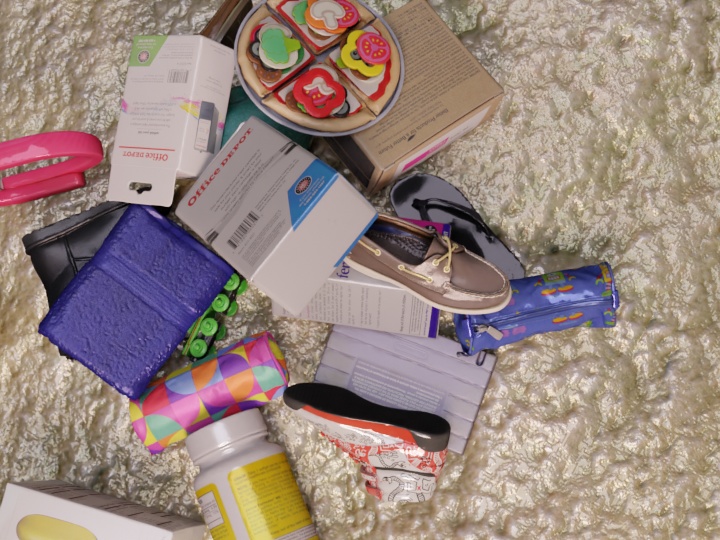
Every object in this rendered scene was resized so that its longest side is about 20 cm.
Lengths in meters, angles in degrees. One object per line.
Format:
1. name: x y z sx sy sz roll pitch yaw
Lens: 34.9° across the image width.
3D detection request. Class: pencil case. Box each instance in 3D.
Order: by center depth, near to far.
1. pencil case: 0.202 0.044 1.324 0.198 0.087 0.079 -11 105 -3
2. pencil case: -0.180 0.146 1.363 0.199 0.088 0.089 -25 79 4

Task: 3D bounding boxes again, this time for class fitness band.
1. fitness band: -0.411 -0.124 1.399 0.198 0.144 0.038 -15 78 3

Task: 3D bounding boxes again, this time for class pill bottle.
1. pill bottle: -0.124 0.270 1.318 0.114 0.114 0.201 -23 79 2

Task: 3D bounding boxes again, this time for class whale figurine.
1. whale figurine: -0.106 -0.175 1.396 0.200 0.104 0.159 -45 79 -4

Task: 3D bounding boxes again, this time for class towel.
1. towel: -0.263 0.034 1.349 0.147 0.050 0.201 37 77 -5

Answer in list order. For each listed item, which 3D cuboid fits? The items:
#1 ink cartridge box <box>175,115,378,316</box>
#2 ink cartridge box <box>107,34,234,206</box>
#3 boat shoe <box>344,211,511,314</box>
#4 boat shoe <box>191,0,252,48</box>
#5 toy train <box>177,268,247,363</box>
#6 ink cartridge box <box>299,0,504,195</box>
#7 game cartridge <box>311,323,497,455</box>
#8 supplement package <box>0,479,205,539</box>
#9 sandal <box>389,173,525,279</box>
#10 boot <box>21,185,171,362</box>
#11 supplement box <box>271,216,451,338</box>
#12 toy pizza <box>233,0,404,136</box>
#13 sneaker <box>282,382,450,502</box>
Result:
1. ink cartridge box: -0.096 -0.065 1.257 0.146 0.084 0.200 -51 40 -1
2. ink cartridge box: -0.224 -0.171 1.353 0.116 0.067 0.202 8 86 35
3. boat shoe: 0.072 -0.012 1.251 0.199 0.060 0.072 21 58 11
4. boat shoe: -0.210 -0.268 1.438 0.068 0.072 0.201 31 85 9
5. toy train: -0.172 0.019 1.404 0.056 0.042 0.201 24 84 19
6. ink cartridge box: 0.043 -0.211 1.369 0.199 0.075 0.165 -33 79 -24
7. game cartridge: 0.049 0.129 1.365 0.199 0.038 0.131 20 87 9
8. supplement package: -0.306 0.339 1.306 0.198 0.151 0.153 14 83 8
9. sandal: 0.120 -0.049 1.381 0.200 0.043 0.076 41 87 11
10. boot: -0.297 0.004 1.402 0.199 0.076 0.169 -23 86 -7
11. supplement box: 0.000 0.000 1.337 0.198 0.104 0.102 7 58 5
12. toy pizza: -0.044 -0.245 1.306 0.198 0.032 0.202 4 66 -10
13. sneaker: -0.001 0.204 1.323 0.200 0.067 0.109 14 114 9
